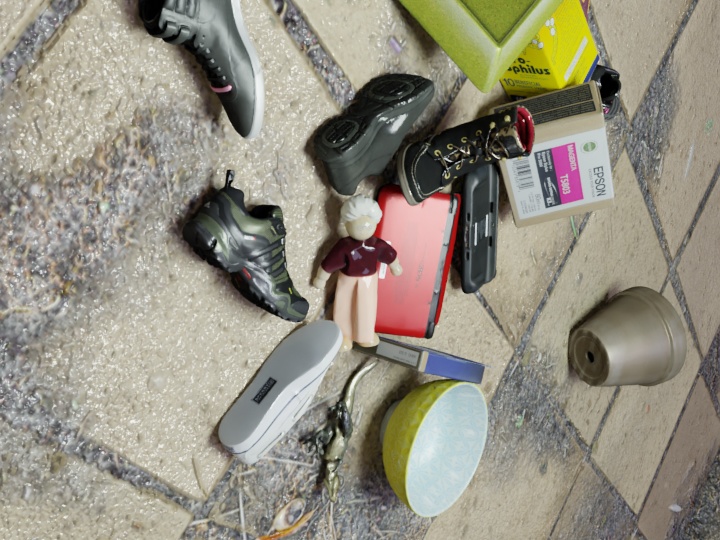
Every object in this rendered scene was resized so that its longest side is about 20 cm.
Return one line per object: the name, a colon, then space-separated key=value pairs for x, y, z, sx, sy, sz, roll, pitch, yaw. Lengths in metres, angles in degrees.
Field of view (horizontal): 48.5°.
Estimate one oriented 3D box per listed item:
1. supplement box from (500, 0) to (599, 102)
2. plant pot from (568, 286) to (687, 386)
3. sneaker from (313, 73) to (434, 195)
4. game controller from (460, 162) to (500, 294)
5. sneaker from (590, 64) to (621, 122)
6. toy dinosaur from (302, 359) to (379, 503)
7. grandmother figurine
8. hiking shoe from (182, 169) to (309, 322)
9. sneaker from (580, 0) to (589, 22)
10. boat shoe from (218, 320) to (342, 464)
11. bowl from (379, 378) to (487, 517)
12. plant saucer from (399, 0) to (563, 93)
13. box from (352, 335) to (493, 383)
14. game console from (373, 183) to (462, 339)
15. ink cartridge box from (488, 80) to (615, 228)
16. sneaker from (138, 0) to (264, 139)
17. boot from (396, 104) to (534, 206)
supplement box: x=0.258 y=-0.342 z=1.173 sx=0.111 sy=0.107 sz=0.200 roll=-59 pitch=137 yaw=-15
plant pot: x=0.517 y=0.150 z=1.601 sx=0.170 sy=0.199 sz=0.205 roll=-15 pitch=115 yaw=-25
sneaker: x=0.021 y=-0.174 z=1.002 sx=0.199 sy=0.075 sz=0.092 roll=-41 pitch=140 yaw=-23
game controller: x=0.182 y=-0.068 z=1.230 sx=0.103 sy=0.041 sz=0.205 roll=-25 pitch=120 yaw=-46
sneaker: x=0.415 y=-0.304 z=1.381 sx=0.198 sy=0.086 sz=0.076 roll=20 pitch=88 yaw=-50
toy dinosaur: x=-0.030 y=0.213 z=1.087 sx=0.088 sy=0.047 sz=0.205 roll=23 pitch=84 yaw=-64
grandmother figurine: x=0.000 y=0.000 z=1.018 sx=0.119 sy=0.060 sz=0.205 roll=-13 pitch=119 yaw=-28
hiking shoe: x=-0.105 y=-0.019 z=0.897 sx=0.102 sy=0.075 sz=0.200 roll=-56 pitch=136 yaw=-14
sneaker: x=0.314 y=-0.452 z=1.238 sx=0.090 sy=0.073 sz=0.204 roll=-51 pitch=138 yaw=-45
boat shoe: x=-0.091 y=0.148 z=0.984 sx=0.200 sy=0.073 sz=0.066 roll=-44 pitch=137 yaw=-16
bowl: x=0.092 y=0.247 z=1.188 sx=0.198 sy=0.106 sz=0.205 roll=-19 pitch=117 yaw=-43
plant saucer: x=0.158 y=-0.367 z=1.008 sx=0.200 sy=0.048 sz=0.201 roll=44 pitch=73 yaw=-12
box: x=0.095 y=0.127 z=1.138 sx=0.198 sy=0.119 sz=0.033 roll=17 pitch=87 yaw=-50
game console: x=0.073 y=-0.017 z=1.145 sx=0.168 sy=0.119 sz=0.205 roll=8 pitch=98 yaw=-18
ink cartridge box: x=0.293 y=-0.169 z=1.212 sx=0.201 sy=0.161 sz=0.076 roll=61 pitch=23 yaw=-46
sneaker: x=-0.158 y=-0.218 z=0.777 sx=0.098 sy=0.070 sz=0.205 roll=-29 pitch=118 yaw=-37
boot: x=0.138 y=-0.152 z=1.032 sx=0.200 sy=0.148 sz=0.075 roll=-41 pitch=113 yaw=-58
